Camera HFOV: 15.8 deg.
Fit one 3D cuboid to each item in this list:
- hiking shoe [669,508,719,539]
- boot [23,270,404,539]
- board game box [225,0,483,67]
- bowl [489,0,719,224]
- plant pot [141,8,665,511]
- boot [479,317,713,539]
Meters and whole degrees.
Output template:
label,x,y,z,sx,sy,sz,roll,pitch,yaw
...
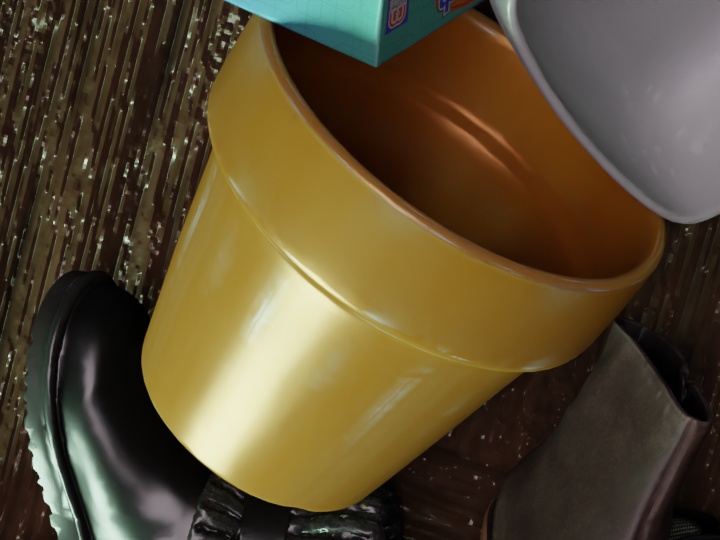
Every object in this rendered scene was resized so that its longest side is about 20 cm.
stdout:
label,x,y,z,sx,sy,sz,roll,pitch,yaw
hiking shoe,0.154,0.159,1.165,0.200,0.076,0.101,-42,72,9
boot,-0.062,0.099,1.206,0.157,0.079,0.212,-3,106,23
board game box,-0.027,-0.166,1.109,0.200,0.152,0.045,26,129,28
bowl,0.147,-0.137,1.074,0.200,0.200,0.075,-43,45,2
plant pot,0.000,0.000,1.133,0.200,0.200,0.183,41,120,9
boot,0.101,0.129,1.107,0.072,0.200,0.167,18,114,-19
